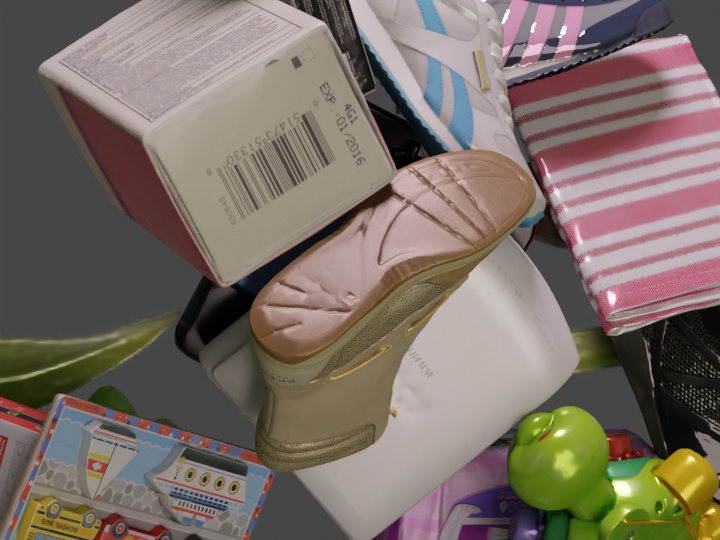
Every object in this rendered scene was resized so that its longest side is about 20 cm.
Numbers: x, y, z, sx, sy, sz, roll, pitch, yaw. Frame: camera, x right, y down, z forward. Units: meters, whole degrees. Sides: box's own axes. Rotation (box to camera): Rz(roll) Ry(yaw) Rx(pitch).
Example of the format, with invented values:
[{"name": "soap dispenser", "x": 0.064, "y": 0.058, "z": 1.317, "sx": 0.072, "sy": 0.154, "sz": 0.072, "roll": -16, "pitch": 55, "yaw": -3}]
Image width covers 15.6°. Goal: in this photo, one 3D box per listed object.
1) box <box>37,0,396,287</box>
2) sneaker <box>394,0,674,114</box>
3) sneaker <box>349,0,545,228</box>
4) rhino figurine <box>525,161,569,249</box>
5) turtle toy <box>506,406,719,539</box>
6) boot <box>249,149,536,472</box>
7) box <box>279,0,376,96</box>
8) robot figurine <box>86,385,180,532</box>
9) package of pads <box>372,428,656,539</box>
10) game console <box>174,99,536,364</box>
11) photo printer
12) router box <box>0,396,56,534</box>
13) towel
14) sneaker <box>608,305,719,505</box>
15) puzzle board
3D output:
[{"name": "box", "x": -0.087, "y": -0.089, "z": 1.554, "sx": 0.128, "sy": 0.200, "sz": 0.109, "roll": -33, "pitch": 116, "yaw": -12}, {"name": "sneaker", "x": 0.106, "y": -0.162, "z": 1.690, "sx": 0.200, "sy": 0.070, "sz": 0.082, "roll": -17, "pitch": 91, "yaw": -19}, {"name": "sneaker", "x": 0.060, "y": -0.117, "z": 1.610, "sx": 0.081, "sy": 0.077, "sz": 0.200, "roll": -34, "pitch": 88, "yaw": -5}, {"name": "rhino figurine", "x": 0.166, "y": -0.038, "z": 1.755, "sx": 0.200, "sy": 0.060, "sz": 0.088, "roll": -8, "pitch": 108, "yaw": -18}, {"name": "turtle toy", "x": 0.152, "y": 0.159, "z": 1.688, "sx": 0.146, "sy": 0.101, "sz": 0.200, "roll": -42, "pitch": 145, "yaw": -10}, {"name": "boot", "x": 0.017, "y": 0.026, "z": 1.553, "sx": 0.200, "sy": 0.073, "sz": 0.156, "roll": -38, "pitch": 155, "yaw": -25}, {"name": "box", "x": -0.053, "y": -0.203, "z": 1.587, "sx": 0.035, "sy": 0.110, "sz": 0.200, "roll": -24, "pitch": 114, "yaw": -15}, {"name": "robot figurine", "x": -0.185, "y": 0.172, "z": 1.635, "sx": 0.175, "sy": 0.116, "sz": 0.200, "roll": 32, "pitch": 91, "yaw": -21}, {"name": "package of pads", "x": 0.098, "y": 0.169, "z": 1.780, "sx": 0.200, "sy": 0.076, "sz": 0.121, "roll": 1, "pitch": 102, "yaw": -24}, {"name": "game console", "x": 0.000, "y": 0.000, "z": 1.684, "sx": 0.177, "sy": 0.031, "sz": 0.200, "roll": 26, "pitch": 101, "yaw": -16}, {"name": "photo printer", "x": 0.026, "y": 0.052, "z": 1.652, "sx": 0.200, "sy": 0.069, "sz": 0.166, "roll": -38, "pitch": 104, "yaw": 6}, {"name": "router box", "x": -0.277, "y": 0.160, "z": 1.570, "sx": 0.179, "sy": 0.049, "sz": 0.200, "roll": 19, "pitch": 100, "yaw": 16}, {"name": "towel", "x": 0.185, "y": -0.058, "z": 1.715, "sx": 0.146, "sy": 0.200, "sz": 0.030, "roll": -13, "pitch": 153, "yaw": -19}, {"name": "sneaker", "x": 0.250, "y": 0.085, "z": 1.772, "sx": 0.076, "sy": 0.114, "sz": 0.200, "roll": -26, "pitch": 95, "yaw": -55}, {"name": "puzzle board", "x": -0.138, "y": 0.164, "z": 1.571, "sx": 0.200, "sy": 0.017, "sz": 0.151, "roll": 22, "pitch": 92, "yaw": -50}]
